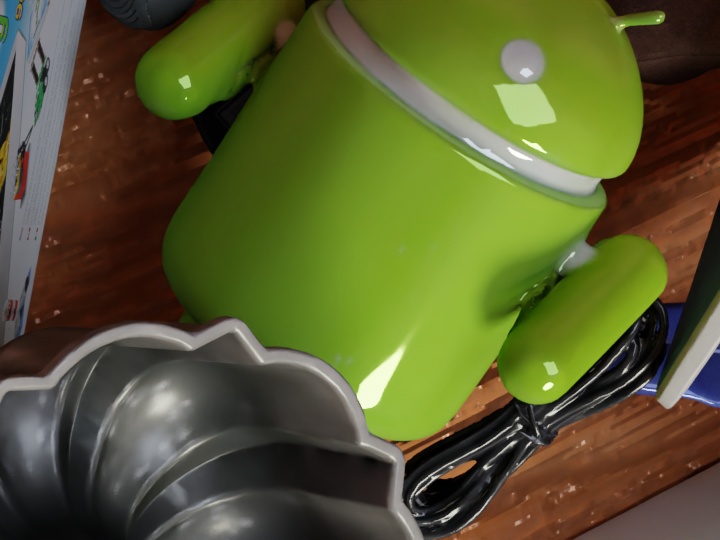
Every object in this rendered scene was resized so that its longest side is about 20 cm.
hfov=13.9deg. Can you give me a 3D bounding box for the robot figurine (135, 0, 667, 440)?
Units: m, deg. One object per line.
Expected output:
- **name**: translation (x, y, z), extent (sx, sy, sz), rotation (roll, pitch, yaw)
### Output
- **robot figurine**: translation (0.013, -0.026, 0.966), extent (0.200, 0.175, 0.116), rotation (-55, 168, 16)

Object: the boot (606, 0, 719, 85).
- **boot**: translation (0.166, -0.136, 1.083), extent (0.200, 0.166, 0.072), rotation (-45, 119, -20)

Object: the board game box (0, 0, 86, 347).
- **board game box**: translation (-0.125, -0.035, 0.932), extent (0.034, 0.126, 0.201), rotation (11, 91, 6)

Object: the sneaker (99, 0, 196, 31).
- **sneaker**: translation (-0.012, -0.151, 1.015), extent (0.085, 0.074, 0.200), rotation (46, 72, -31)

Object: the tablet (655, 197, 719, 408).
- **tablet**: translation (0.156, -0.050, 1.077), extent (0.014, 0.130, 0.200), rotation (26, 39, -1)

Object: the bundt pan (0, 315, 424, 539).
- **bundt pan**: translation (-0.080, 0.106, 0.874), extent (0.201, 0.076, 0.203), rotation (-8, 104, -35)

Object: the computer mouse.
- **computer mouse**: translation (0.000, 0.000, 1.061), extent (0.200, 0.046, 0.140), rotation (42, 105, -10)

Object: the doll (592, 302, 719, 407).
- **doll**: translation (0.161, 0.040, 1.137), extent (0.199, 0.137, 0.049), rotation (13, 110, -17)

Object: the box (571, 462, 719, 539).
- **box**: translation (0.168, 0.187, 1.179), extent (0.124, 0.097, 0.201), rotation (-23, 111, -29)
